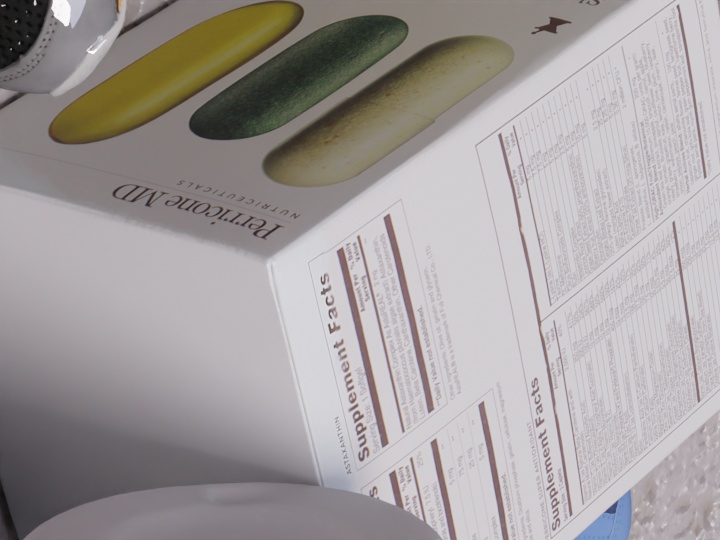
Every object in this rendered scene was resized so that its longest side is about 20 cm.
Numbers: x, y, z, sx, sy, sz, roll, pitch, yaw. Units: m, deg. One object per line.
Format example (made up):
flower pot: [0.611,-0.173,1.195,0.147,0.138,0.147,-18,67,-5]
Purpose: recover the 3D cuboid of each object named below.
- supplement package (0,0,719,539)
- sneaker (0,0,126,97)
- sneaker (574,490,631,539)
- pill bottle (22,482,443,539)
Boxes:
supplement package: [0.000,0.000,0.848,0.200,0.151,0.151,-37,127,-37]
sneaker: [-0.135,-0.117,0.652,0.200,0.078,0.077,48,31,-2]
sneaker: [0.029,0.088,0.977,0.200,0.074,0.083,-16,112,-54]
pill bottle: [-0.032,0.165,0.713,0.114,0.114,0.201,-14,109,-47]
